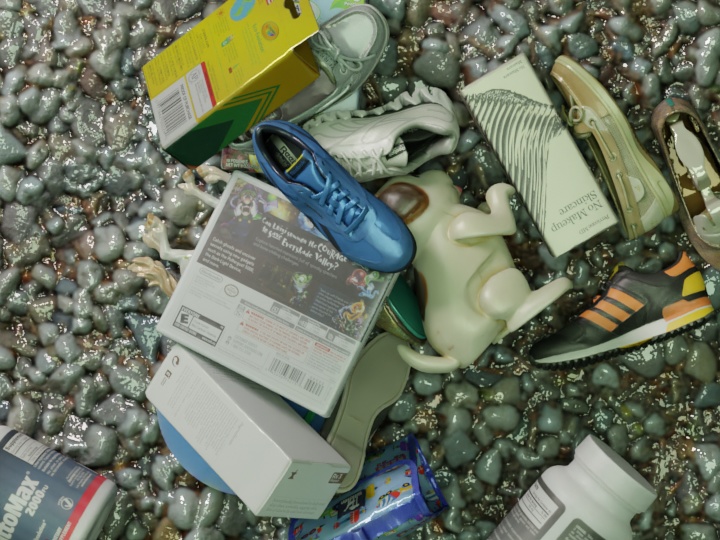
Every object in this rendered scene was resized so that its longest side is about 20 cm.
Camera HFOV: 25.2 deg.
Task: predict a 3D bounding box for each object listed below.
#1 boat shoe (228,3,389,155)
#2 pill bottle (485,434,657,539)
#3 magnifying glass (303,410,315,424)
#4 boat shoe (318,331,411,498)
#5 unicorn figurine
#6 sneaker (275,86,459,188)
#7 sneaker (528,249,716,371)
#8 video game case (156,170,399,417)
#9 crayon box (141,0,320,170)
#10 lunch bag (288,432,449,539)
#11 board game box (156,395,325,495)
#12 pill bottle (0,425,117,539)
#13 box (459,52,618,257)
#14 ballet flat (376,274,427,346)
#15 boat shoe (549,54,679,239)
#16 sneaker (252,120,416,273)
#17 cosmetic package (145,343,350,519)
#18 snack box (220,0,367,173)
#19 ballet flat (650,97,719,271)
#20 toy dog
[{"bbox_3d":[-0.054,-0.191,1.626,0.202,0.065,0.075,-38,92,7],"label":"boat shoe"},{"bbox_3d":[0.209,0.277,1.676,0.116,0.116,0.200,40,96,0],"label":"pill bottle"},{"bbox_3d":[-0.058,0.086,1.680,0.079,0.022,0.201,27,105,1],"label":"magnifying glass"},{"bbox_3d":[-0.008,0.149,1.681,0.067,0.057,0.201,36,57,-15],"label":"boat shoe"},{"bbox_3d":[-0.145,-0.043,1.700,0.137,0.074,0.200,43,116,3],"label":"unicorn figurine"},{"bbox_3d":[0.006,-0.122,1.619,0.199,0.081,0.075,-21,124,0],"label":"sneaker"},{"bbox_3d":[0.264,0.041,1.684,0.199,0.070,0.091,-18,79,5],"label":"sneaker"},{"bbox_3d":[-0.079,0.021,1.602,0.199,0.023,0.183,25,86,15],"label":"video game case"},{"bbox_3d":[-0.119,-0.206,1.602,0.199,0.051,0.127,-34,48,18],"label":"crayon box"},{"bbox_3d":[0.004,0.256,1.646,0.150,0.200,0.095,-26,93,5],"label":"lunch bag"},{"bbox_3d":[-0.116,0.142,1.728,0.200,0.039,0.158,-38,95,12],"label":"board game box"},{"bbox_3d":[-0.371,0.235,1.712,0.199,0.120,0.120,27,96,2],"label":"pill bottle"},{"bbox_3d":[0.184,-0.118,1.668,0.082,0.068,0.201,-31,92,4],"label":"box"},{"bbox_3d":[0.000,0.000,1.698,0.070,0.071,0.201,-31,93,6],"label":"ballet flat"},{"bbox_3d":[0.250,-0.129,1.663,0.063,0.073,0.201,-35,99,1],"label":"boat shoe"},{"bbox_3d":[-0.031,-0.070,1.556,0.200,0.078,0.066,44,95,14],"label":"sneaker"},{"bbox_3d":[-0.114,0.160,1.610,0.200,0.101,0.074,43,107,36],"label":"cosmetic package"},{"bbox_3d":[-0.069,-0.200,1.686,0.141,0.053,0.202,5,96,2],"label":"snack box"},{"bbox_3d":[0.353,-0.083,1.660,0.068,0.067,0.201,-28,93,6],"label":"ballet flat"},{"bbox_3d":[0.088,-0.012,1.651,0.193,0.140,0.200,-36,86,-2],"label":"toy dog"}]
